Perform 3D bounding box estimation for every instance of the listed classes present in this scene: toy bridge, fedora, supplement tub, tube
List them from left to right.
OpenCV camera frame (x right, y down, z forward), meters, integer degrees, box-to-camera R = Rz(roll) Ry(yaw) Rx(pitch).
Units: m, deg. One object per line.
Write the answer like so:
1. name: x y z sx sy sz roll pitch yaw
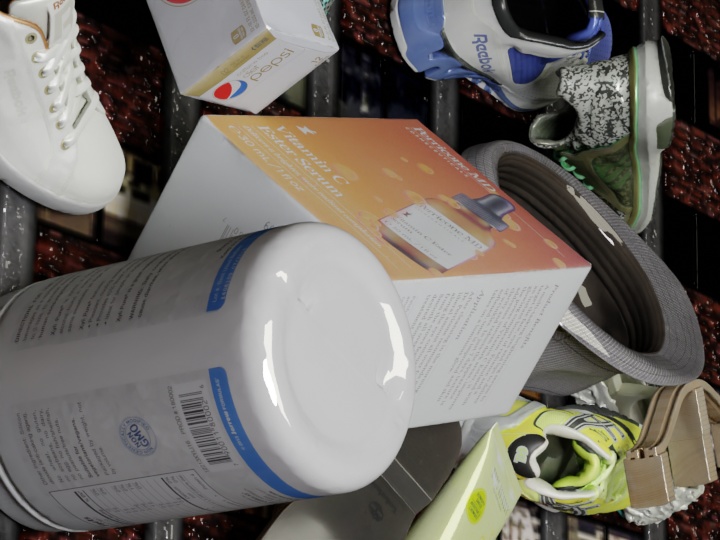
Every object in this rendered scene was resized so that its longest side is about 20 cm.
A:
1. supplement tub: -0.085 0.055 1.337 0.132 0.199 0.133 17 68 -50
2. tube: 0.030 0.179 1.529 0.052 0.058 0.200 41 66 -8
3. fedora: 0.112 0.015 1.680 0.200 0.090 0.177 35 29 -29
4. toy bridge: 0.212 0.105 1.754 0.200 0.027 0.068 -11 91 -65

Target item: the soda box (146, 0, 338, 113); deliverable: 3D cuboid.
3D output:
1. soda box: -0.084 -0.187 1.461 0.064 0.068 0.201 10 52 -52

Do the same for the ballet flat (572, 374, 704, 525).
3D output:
1. ballet flat: 0.174 0.075 1.796 0.072 0.072 0.201 -46 117 -48

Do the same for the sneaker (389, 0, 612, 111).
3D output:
1. sneaker: 0.121 -0.154 1.742 0.199 0.115 0.081 4 79 -53

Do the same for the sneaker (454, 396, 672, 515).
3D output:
1. sneaker: 0.133 0.124 1.699 0.200 0.076 0.076 12 102 -45

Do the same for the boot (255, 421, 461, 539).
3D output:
1. boot: -0.021 0.143 1.506 0.074 0.075 0.200 56 47 -15

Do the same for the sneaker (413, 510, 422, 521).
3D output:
1. sneaker: 0.088 0.193 1.629 0.200 0.085 0.077 40 50 -41

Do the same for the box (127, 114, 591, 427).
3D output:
1. box: 0.000 0.000 1.485 0.200 0.152 0.107 -4 129 -54

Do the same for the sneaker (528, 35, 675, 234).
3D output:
1. sneaker: 0.152 -0.088 1.774 0.200 0.088 0.077 93 0 -60

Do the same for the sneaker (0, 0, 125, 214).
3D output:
1. sneaker: -0.166 -0.107 1.371 0.200 0.084 0.073 53 42 -33

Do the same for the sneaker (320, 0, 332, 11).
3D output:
1. sneaker: -0.031 -0.207 1.593 0.200 0.077 0.091 -66 147 -33
